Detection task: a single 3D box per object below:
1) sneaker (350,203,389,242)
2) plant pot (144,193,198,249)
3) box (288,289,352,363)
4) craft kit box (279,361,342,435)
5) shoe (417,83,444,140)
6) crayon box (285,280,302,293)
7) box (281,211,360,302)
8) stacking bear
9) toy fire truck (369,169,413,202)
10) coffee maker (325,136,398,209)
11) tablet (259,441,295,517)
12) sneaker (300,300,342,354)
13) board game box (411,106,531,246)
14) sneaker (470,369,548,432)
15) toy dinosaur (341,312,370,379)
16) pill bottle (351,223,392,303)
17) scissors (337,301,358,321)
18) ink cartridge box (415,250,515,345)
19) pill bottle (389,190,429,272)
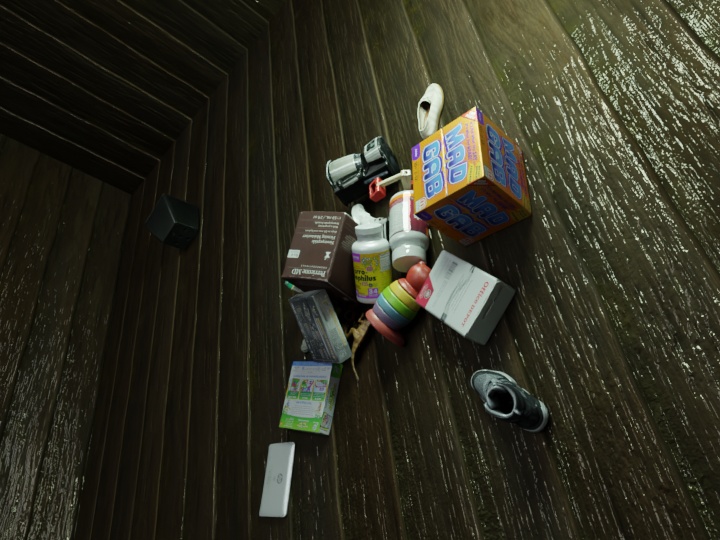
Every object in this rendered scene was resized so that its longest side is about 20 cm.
[{"bbox_3d":[0.047,-0.140,1.717,0.115,0.075,0.203,-34,53,21],"label":"sneaker"},{"bbox_3d":[-0.907,-0.220,2.830,0.200,0.199,0.178,-50,52,17],"label":"plant pot"},{"bbox_3d":[-0.114,0.157,1.606,0.157,0.048,0.203,-12,103,57],"label":"box"},{"bbox_3d":[-0.146,0.365,1.668,0.198,0.048,0.201,-10,60,48],"label":"craft kit box"},{"bbox_3d":[0.206,-0.481,1.720,0.069,0.053,0.203,-16,58,45],"label":"shoe"},{"bbox_3d":[-0.136,-0.016,1.814,0.058,0.118,0.202,35,97,53],"label":"crayon box"},{"bbox_3d":[-0.089,-0.039,1.608,0.164,0.164,0.203,4,71,32],"label":"box"},{"bbox_3d":[0.115,0.071,1.473,0.201,0.113,0.122,-50,39,10],"label":"stacking bear"},{"bbox_3d":[0.135,-0.238,1.593,0.199,0.140,0.049,-31,47,36],"label":"toy fire truck"},{"bbox_3d":[0.020,-0.293,1.767,0.197,0.192,0.137,-20,59,21],"label":"coffee maker"},{"bbox_3d":[-0.242,0.605,1.670,0.129,0.014,0.203,-21,55,43],"label":"tablet"},{"bbox_3d":[-0.135,0.160,1.727,0.078,0.084,0.202,41,110,49],"label":"sneaker"},{"bbox_3d":[0.261,-0.215,1.377,0.198,0.198,0.203,-27,51,39],"label":"board game box"},{"bbox_3d":[0.277,0.247,1.160,0.199,0.113,0.076,31,93,53],"label":"sneaker"},{"bbox_3d":[-0.007,0.184,1.590,0.106,0.060,0.202,28,92,52],"label":"toy dinosaur"},{"bbox_3d":[0.031,-0.020,1.549,0.104,0.103,0.204,11,111,52],"label":"pill bottle"},{"bbox_3d":[-0.074,0.130,1.742,0.198,0.014,0.075,-19,63,47],"label":"scissors"},{"bbox_3d":[0.240,0.061,1.339,0.200,0.083,0.147,36,97,53],"label":"ink cartridge box"},{"bbox_3d":[0.131,-0.104,1.547,0.109,0.109,0.203,-25,51,40],"label":"pill bottle"}]
